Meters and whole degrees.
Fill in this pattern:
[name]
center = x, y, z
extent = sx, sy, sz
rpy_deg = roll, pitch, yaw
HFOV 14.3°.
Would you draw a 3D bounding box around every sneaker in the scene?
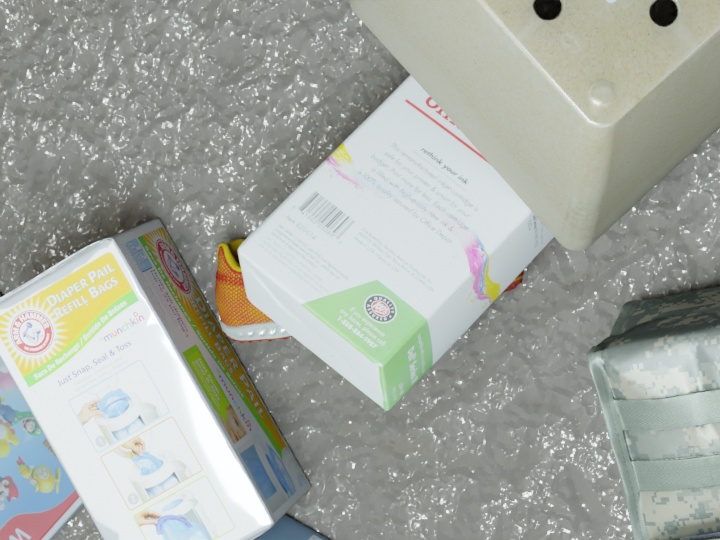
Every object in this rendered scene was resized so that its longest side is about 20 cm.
[sneaker]
center = 0.000, 0.000, 1.713
extent = 0.199, 0.073, 0.078
rpy_deg = -5, 94, 20

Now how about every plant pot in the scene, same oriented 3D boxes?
[plant pot]
center = 0.126, -0.154, 1.529
extent = 0.200, 0.177, 0.200
rpy_deg = -41, 86, -2

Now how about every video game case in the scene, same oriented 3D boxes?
[video game case]
center = -0.255, 0.087, 1.861
extent = 0.200, 0.017, 0.143
rpy_deg = 45, 113, 5

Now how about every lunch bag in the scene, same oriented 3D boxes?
[lunch bag]
center = 0.235, 0.112, 1.625
extent = 0.163, 0.118, 0.201
rpy_deg = -10, 105, 23

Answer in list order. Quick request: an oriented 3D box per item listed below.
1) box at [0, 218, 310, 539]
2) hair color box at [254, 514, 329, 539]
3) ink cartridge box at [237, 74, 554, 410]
[box]
center = -0.131, 0.081, 1.753
extent = 0.101, 0.112, 0.201
rpy_deg = -29, 92, 13
[hair color box]
center = -0.053, 0.267, 1.803
extent = 0.099, 0.061, 0.201
rpy_deg = 28, 112, 13
[ink cartridge box]
center = 0.039, -0.033, 1.649
extent = 0.117, 0.067, 0.200
rpy_deg = 38, 72, 21
